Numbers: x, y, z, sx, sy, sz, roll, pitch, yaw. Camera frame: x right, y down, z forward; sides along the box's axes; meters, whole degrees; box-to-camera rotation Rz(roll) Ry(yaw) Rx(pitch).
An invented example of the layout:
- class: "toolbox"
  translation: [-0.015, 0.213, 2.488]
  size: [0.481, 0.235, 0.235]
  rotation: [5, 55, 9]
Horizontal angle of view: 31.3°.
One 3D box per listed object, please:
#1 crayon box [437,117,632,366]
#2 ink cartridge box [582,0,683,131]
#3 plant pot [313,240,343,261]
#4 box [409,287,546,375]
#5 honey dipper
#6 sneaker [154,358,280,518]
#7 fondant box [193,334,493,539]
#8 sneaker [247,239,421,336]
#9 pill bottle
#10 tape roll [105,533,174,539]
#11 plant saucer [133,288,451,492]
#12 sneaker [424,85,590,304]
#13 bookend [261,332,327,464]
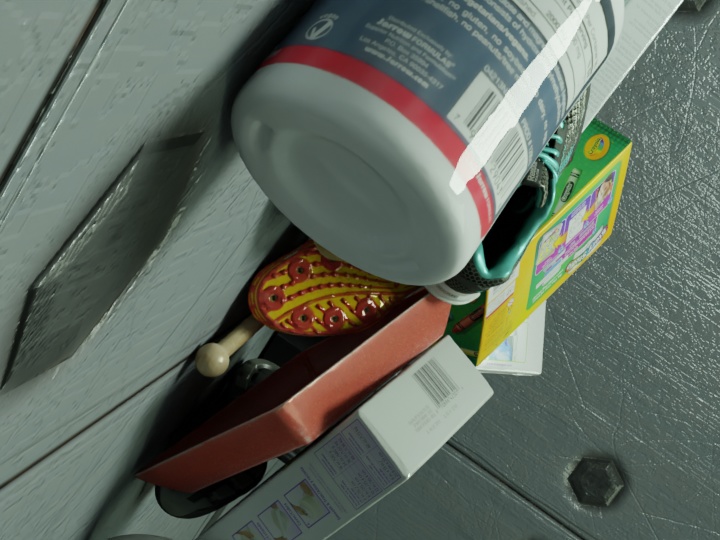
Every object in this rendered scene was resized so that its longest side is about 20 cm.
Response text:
- class: "crayon box"
  translation: [0.141, -0.027, 1.070]
  size: [0.200, 0.058, 0.119]
  rotation: [-41, 152, -28]
- class: "ink cartridge box"
  translation: [0.150, -0.134, 1.021]
  size: [0.200, 0.047, 0.198]
  rotation: [-53, -172, -3]
- class: "plant pot"
  translation: [0.037, -0.090, 0.799]
  size: [0.200, 0.027, 0.201]
  rotation: [-50, 157, -30]
- class: "box"
  translation: [0.101, -0.009, 1.181]
  size: [0.112, 0.101, 0.201]
  rotation: [0, -95, 56]
- class: "honey dipper"
  translation: [-0.062, 0.024, 0.916]
  size: [0.038, 0.038, 0.200]
  rotation: [-58, 171, 31]
- class: "sneaker"
  translation: [-0.110, 0.148, 1.032]
  size: [0.079, 0.075, 0.200]
  rotation: [-55, 176, 29]
- class: "fondant box"
  translation: [-0.014, 0.142, 0.918]
  size: [0.200, 0.058, 0.144]
  rotation: [-43, 174, 33]
- class: "sneaker"
  translation: [0.000, 0.000, 0.924]
  size: [0.199, 0.073, 0.077]
  rotation: [-20, -172, -35]
- class: "pill bottle"
  translation: [0.045, -0.104, 0.565]
  size: [0.200, 0.119, 0.120]
  rotation: [-53, 175, -24]
- class: "tape roll"
  translation: [-0.134, 0.282, 0.936]
  size: [0.037, 0.202, 0.203]
  rotation: [-49, 172, -51]
- class: "plant saucer"
  translation: [-0.040, 0.089, 0.923]
  size: [0.200, 0.037, 0.199]
  rotation: [-34, -177, -43]
- class: "sneaker"
  translation: [0.112, -0.067, 0.868]
  size: [0.201, 0.077, 0.091]
  rotation: [-66, -166, -6]
- class: "bookend"
  translation: [-0.017, 0.060, 1.244]
  size: [0.201, 0.092, 0.199]
  rotation: [-58, 175, 21]
